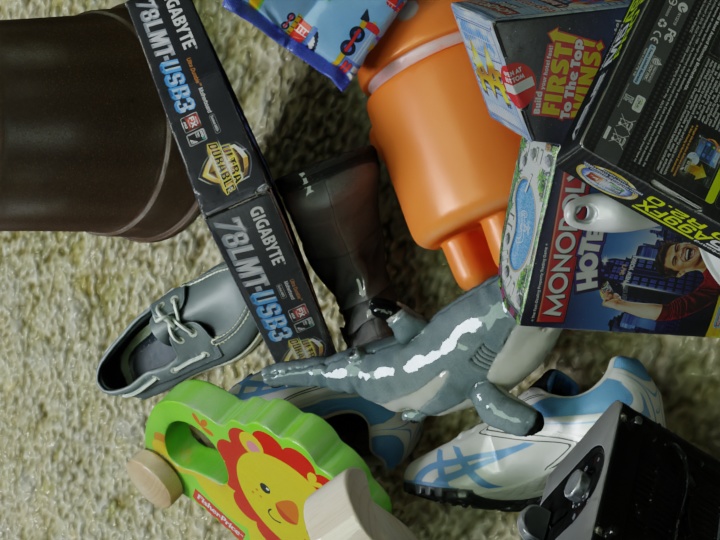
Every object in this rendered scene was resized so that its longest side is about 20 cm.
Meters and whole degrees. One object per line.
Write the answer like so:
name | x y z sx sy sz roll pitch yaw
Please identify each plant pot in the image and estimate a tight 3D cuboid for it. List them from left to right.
plant pot | -0.244 -0.113 0.965 0.198 0.197 0.203 7 101 38

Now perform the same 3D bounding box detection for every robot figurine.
robot figurine | 0.065 -0.091 0.766 0.115 0.144 0.202 -19 82 1

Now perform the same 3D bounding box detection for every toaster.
toaster | 0.171 0.197 0.646 0.198 0.182 0.119 30 139 -6

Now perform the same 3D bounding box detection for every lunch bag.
lunch bag | -0.019 -0.221 0.778 0.151 0.094 0.200 -53 22 11

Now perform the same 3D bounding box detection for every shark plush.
shark plush | 0.034 0.040 0.757 0.198 0.091 0.084 -3 132 32

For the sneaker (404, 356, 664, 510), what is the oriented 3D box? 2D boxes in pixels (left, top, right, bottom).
sneaker | 0.107 0.109 0.787 0.199 0.071 0.073 -25 57 41

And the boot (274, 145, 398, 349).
boot | 0.000 0.000 0.808 0.069 0.200 0.133 -18 82 3

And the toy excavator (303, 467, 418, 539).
toy excavator | 0.056 0.224 0.773 0.100 0.194 0.201 -37 65 18

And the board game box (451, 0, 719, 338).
board game box | 0.137 -0.072 0.656 0.062 0.197 0.203 -131 49 -64

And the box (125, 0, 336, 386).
box | -0.082 -0.056 0.820 0.049 0.201 0.200 -24 53 -2

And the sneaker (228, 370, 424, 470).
sneaker | -0.043 0.116 0.904 0.198 0.073 0.072 -9 119 39

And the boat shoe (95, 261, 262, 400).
boat shoe | -0.142 0.051 0.990 0.199 0.061 0.074 -34 74 37

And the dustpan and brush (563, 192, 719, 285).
dustpan and brush | 0.201 -0.031 0.635 0.057 0.197 0.142 -161 69 -64

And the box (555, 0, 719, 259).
box | 0.206 -0.102 0.586 0.159 0.044 0.202 27 81 -4

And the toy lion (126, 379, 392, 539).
toy lion | -0.066 0.148 0.865 0.199 0.069 0.192 39 143 12
